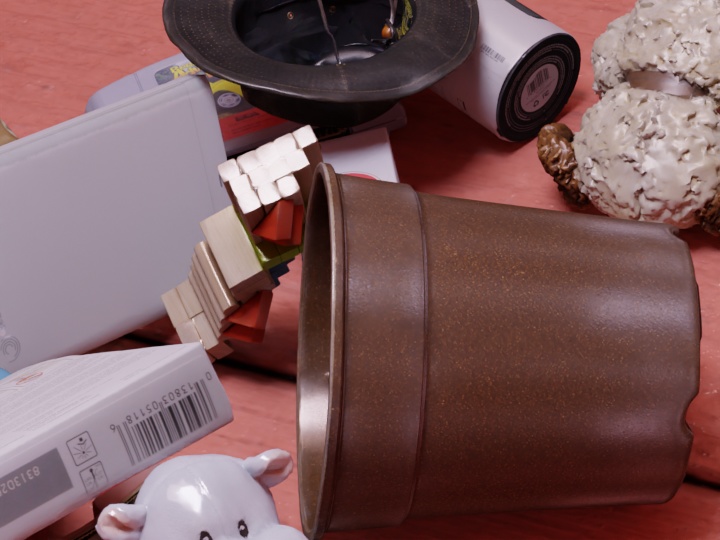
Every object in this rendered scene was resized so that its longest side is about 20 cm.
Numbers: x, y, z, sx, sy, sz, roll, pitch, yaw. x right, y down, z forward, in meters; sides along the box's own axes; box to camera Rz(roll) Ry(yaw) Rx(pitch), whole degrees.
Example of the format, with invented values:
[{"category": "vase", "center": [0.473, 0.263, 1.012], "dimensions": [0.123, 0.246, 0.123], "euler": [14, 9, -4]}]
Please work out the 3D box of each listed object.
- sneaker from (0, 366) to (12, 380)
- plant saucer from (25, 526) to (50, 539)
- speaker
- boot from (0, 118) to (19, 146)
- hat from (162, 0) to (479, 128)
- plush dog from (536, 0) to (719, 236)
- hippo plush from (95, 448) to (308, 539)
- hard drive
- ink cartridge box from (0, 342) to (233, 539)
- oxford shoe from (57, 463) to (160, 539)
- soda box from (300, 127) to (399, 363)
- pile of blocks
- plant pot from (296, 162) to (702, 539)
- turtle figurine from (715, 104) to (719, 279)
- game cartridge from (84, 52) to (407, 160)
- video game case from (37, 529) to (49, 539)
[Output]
[{"category": "sneaker", "center": [-0.258, 0.039, 1.515], "dimensions": [0.199, 0.131, 0.080], "euler": [18, 47, 32]}, {"category": "plant saucer", "center": [-0.274, 0.140, 1.529], "dimensions": [0.198, 0.037, 0.200], "euler": [-6, 39, 8]}, {"category": "speaker", "center": [0.047, -0.166, 1.783], "dimensions": [0.081, 0.082, 0.200], "euler": [-35, 53, -26]}, {"category": "boot", "center": [-0.302, -0.040, 1.730], "dimensions": [0.199, 0.066, 0.175], "euler": [-31, 18, -21]}, {"category": "hat", "center": [-0.026, -0.140, 1.708], "dimensions": [0.199, 0.081, 0.201], "euler": [3, 44, -3]}, {"category": "plush dog", "center": [0.199, -0.100, 1.652], "dimensions": [0.199, 0.161, 0.173], "euler": [13, 68, 28]}, {"category": "hippo plush", "center": [-0.056, 0.154, 1.342], "dimensions": [0.158, 0.161, 0.201], "euler": [-17, 55, -26]}, {"category": "hard drive", "center": [-0.158, -0.025, 1.614], "dimensions": [0.199, 0.133, 0.026], "euler": [-25, 21, -39]}, {"category": "ink cartridge box", "center": [-0.181, 0.095, 1.373], "dimensions": [0.162, 0.050, 0.200], "euler": [-29, 9, -33]}, {"category": "oxford shoe", "center": [-0.134, 0.178, 1.445], "dimensions": [0.073, 0.071, 0.200], "euler": [15, 46, 27]}, {"category": "soda box", "center": [0.000, 0.000, 1.631], "dimensions": [0.068, 0.064, 0.201], "euler": [-12, 38, 1]}, {"category": "pile of blocks", "center": [-0.055, -0.002, 1.574], "dimensions": [0.082, 0.200, 0.062], "euler": [-15, 65, -27]}, {"category": "plant pot", "center": [0.071, 0.048, 1.447], "dimensions": [0.197, 0.201, 0.201], "euler": [3, 38, -7]}, {"category": "turtle figurine", "center": [0.284, -0.044, 1.571], "dimensions": [0.199, 0.064, 0.162], "euler": [-24, 80, 6]}, {"category": "game cartridge", "center": [-0.081, -0.107, 1.811], "dimensions": [0.199, 0.041, 0.133], "euler": [-18, 34, -7]}, {"category": "video game case", "center": [-0.273, 0.176, 1.527], "dimensions": [0.199, 0.018, 0.143], "euler": [-16, 39, -4]}]
